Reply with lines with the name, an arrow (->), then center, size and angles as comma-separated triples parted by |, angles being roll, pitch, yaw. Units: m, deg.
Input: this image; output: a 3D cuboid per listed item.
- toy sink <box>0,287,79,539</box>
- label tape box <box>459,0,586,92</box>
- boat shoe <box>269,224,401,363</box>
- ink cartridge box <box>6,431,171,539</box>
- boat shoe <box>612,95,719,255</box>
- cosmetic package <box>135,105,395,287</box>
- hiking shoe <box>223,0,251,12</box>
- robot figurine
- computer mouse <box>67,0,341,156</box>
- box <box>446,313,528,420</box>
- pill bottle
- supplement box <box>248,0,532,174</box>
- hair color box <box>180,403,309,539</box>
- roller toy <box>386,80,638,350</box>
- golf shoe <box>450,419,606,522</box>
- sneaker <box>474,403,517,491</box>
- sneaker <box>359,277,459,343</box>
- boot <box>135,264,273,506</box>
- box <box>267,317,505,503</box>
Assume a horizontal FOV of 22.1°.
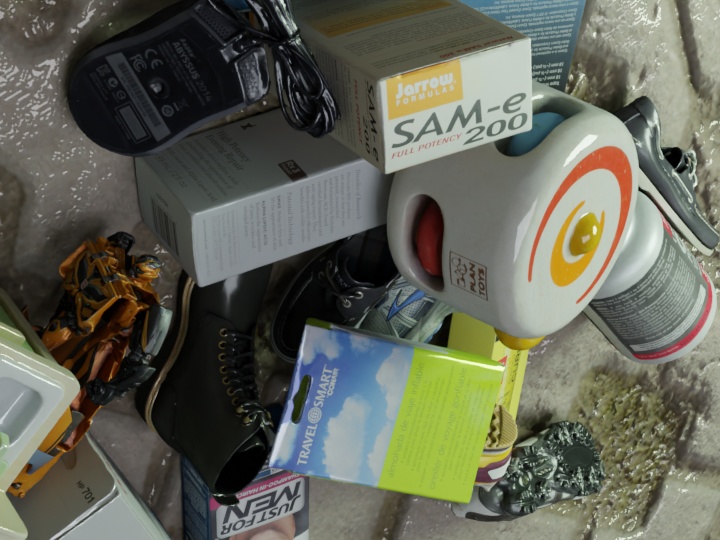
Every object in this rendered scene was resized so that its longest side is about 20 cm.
toy sink -> -0.284, 0.076, 1.274 | 0.130, 0.200, 0.112 | 31, 100, -43
label tape box -> 0.099, -0.181, 1.463 | 0.143, 0.063, 0.201 | -10, 127, -30
boat shoe -> 0.000, 0.000, 1.488 | 0.200, 0.070, 0.066 | -40, 174, 8
ink cartridge box -> -0.205, 0.210, 1.459 | 0.086, 0.146, 0.200 | -36, 134, -6
boat shoe -> 0.281, -0.083, 1.654 | 0.063, 0.073, 0.200 | -45, 130, 4
cosmetic package -> -0.059, -0.068, 1.403 | 0.199, 0.102, 0.074 | -22, 132, -24
hiking shoe -> -0.029, -0.232, 1.309 | 0.199, 0.087, 0.075 | -20, 104, -27
robot figurine -> -0.218, 0.062, 1.358 | 0.058, 0.145, 0.200 | 27, 109, -41
computer mouse -> -0.115, -0.140, 1.295 | 0.199, 0.053, 0.139 | -15, 114, 27
box -> 0.112, 0.082, 1.649 | 0.075, 0.050, 0.201 | -30, 138, -48
pill bottle -> 0.232, -0.007, 1.643 | 0.111, 0.111, 0.200 | -46, 136, 1
supplement box -> 0.018, -0.150, 1.328 | 0.125, 0.200, 0.074 | -18, 122, -24
hair color box -> -0.099, 0.224, 1.604 | 0.099, 0.061, 0.201 | -17, 129, -25
roller toy -> 0.121, -0.046, 1.401 | 0.182, 0.139, 0.201 | 22, 94, -58
golf shoe -> 0.160, 0.196, 1.771 | 0.094, 0.078, 0.199 | -25, 168, 36
sneaker -> 0.033, 0.154, 1.605 | 0.199, 0.075, 0.090 | 11, 131, -4
sneaker -> 0.039, 0.015, 1.557 | 0.200, 0.077, 0.085 | -40, 100, 16
boot -> -0.092, 0.071, 1.448 | 0.077, 0.138, 0.201 | 6, 115, -37
box -> 0.015, 0.113, 1.489 | 0.199, 0.048, 0.123 | 14, 92, -32
